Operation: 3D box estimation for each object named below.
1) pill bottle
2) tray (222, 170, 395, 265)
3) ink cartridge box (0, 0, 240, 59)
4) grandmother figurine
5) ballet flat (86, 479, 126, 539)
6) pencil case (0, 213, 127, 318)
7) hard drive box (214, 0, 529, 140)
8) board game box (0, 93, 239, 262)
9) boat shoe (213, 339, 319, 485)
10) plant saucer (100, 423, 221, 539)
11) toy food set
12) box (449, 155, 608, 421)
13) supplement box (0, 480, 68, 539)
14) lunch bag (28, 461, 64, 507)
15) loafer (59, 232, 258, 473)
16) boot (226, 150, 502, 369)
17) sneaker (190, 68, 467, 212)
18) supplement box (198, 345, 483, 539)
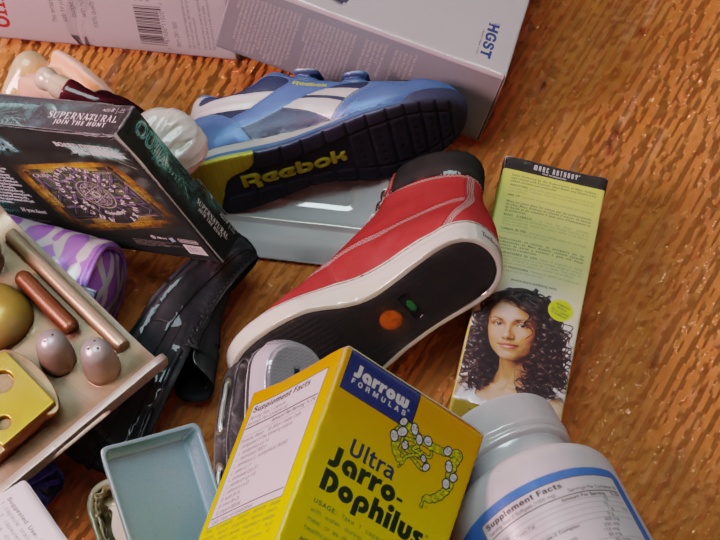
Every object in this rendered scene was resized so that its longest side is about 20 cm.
[{"bbox_3d":[0.121,0.175,1.599,0.112,0.113,0.201,-20,53,-9],"label":"pill bottle"},{"bbox_3d":[-0.059,-0.057,1.846,0.199,0.022,0.108,6,53,11],"label":"tray"},{"bbox_3d":[-0.182,-0.235,1.913,0.199,0.146,0.085,7,54,10],"label":"ink cartridge box"},{"bbox_3d":[-0.171,-0.104,1.811,0.200,0.121,0.061,24,90,50],"label":"grandmother figurine"},{"bbox_3d":[-0.119,0.207,1.628,0.069,0.070,0.201,-22,54,-11],"label":"ballet flat"},{"bbox_3d":[-0.253,0.001,1.791,0.199,0.084,0.086,16,97,18],"label":"pencil case"},{"bbox_3d":[0.017,-0.201,1.875,0.199,0.077,0.156,19,53,-3],"label":"hard drive box"},{"bbox_3d":[-0.190,-0.064,1.752,0.199,0.135,0.028,8,59,39],"label":"board game box"},{"bbox_3d":[-0.057,0.146,1.666,0.072,0.071,0.201,15,68,-31],"label":"boat shoe"},{"bbox_3d":[-0.097,0.194,1.586,0.070,0.019,0.201,-13,79,-34],"label":"plant saucer"},{"bbox_3d":[-0.236,0.041,1.680,0.143,0.061,0.200,-40,62,-15],"label":"toy food set"},{"bbox_3d":[0.109,0.022,1.746,0.075,0.050,0.201,12,54,1],"label":"box"},{"bbox_3d":[-0.253,0.233,1.599,0.199,0.101,0.103,-32,57,-17],"label":"supplement box"},{"bbox_3d":[-0.298,0.134,1.702,0.150,0.094,0.200,37,52,28],"label":"lunch bag"},{"bbox_3d":[-0.122,0.057,1.746,0.070,0.068,0.201,35,57,4],"label":"loafer"},{"bbox_3d":[0.000,0.000,1.765,0.199,0.073,0.145,-29,30,13],"label":"boot"},{"bbox_3d":[-0.027,-0.104,1.820,0.199,0.074,0.083,-11,51,-4],"label":"sneaker"},{"bbox_3d":[-0.024,0.165,1.563,0.109,0.109,0.201,33,58,-21],"label":"supplement box"}]
